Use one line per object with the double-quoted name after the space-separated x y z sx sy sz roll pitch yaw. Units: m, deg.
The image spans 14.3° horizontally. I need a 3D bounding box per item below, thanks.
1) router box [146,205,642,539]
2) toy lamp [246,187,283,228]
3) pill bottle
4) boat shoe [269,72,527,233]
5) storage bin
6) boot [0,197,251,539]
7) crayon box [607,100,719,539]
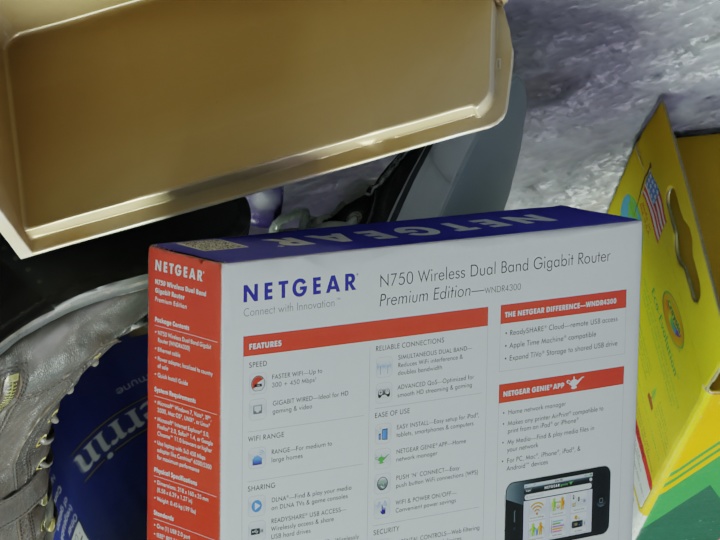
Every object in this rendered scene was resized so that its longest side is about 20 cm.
0.016 0.073 1.072 0.200 0.180 0.049 -5 -169 -37 "router box"
-0.133 -0.032 1.120 0.200 0.058 0.058 -5 152 -14 "toy lamp"
-0.066 0.108 1.186 0.116 0.200 0.116 -18 134 -19 "pill bottle"
0.001 0.001 1.137 0.068 0.200 0.074 21 169 21 "boat shoe"
-0.058 -0.110 0.959 0.198 0.094 0.200 -15 152 7 "storage bin"
-0.132 0.054 1.104 0.200 0.069 0.174 -25 144 -23 "boot"
0.144 0.028 1.261 0.051 0.127 0.200 -6 153 -12 "crayon box"
